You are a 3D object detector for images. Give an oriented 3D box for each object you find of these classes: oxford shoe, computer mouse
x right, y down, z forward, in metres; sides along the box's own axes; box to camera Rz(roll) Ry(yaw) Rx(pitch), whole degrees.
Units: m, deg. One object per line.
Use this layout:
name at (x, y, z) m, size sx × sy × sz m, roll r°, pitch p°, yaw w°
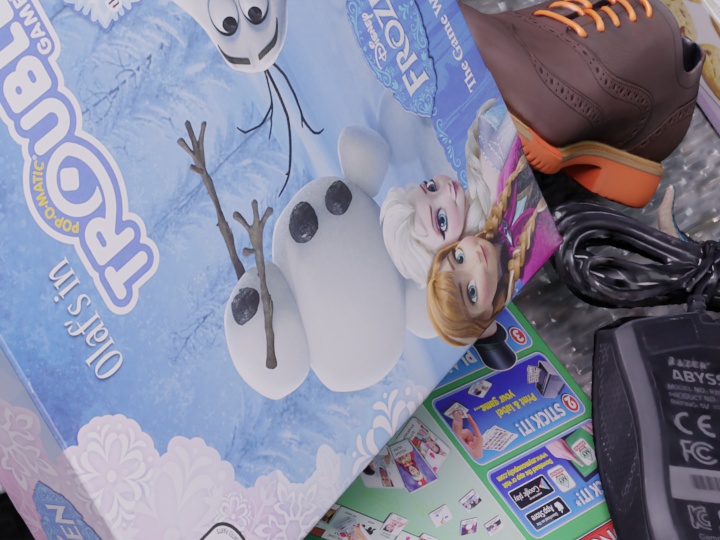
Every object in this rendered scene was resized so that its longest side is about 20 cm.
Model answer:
oxford shoe at (0.067, -0.076, 0.780) m, size 0.071 × 0.073 × 0.200 m, roll 37°, pitch 11°, yaw 24°
computer mouse at (0.129, 0.065, 0.761) m, size 0.138 × 0.053 × 0.200 m, roll 11°, pitch 42°, yaw -11°

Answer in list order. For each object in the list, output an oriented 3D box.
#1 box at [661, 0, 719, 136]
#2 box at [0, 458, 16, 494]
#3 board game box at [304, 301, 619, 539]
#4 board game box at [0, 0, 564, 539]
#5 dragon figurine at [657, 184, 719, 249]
box at (0.115, -0.146, 0.900) m, size 0.039 × 0.041 × 0.200 m, roll -39°, pitch 97°, yaw -34°
box at (-0.178, -0.019, 0.636) m, size 0.097 × 0.124 × 0.201 m, roll -3°, pitch 77°, yaw -31°
board game box at (0.015, 0.072, 0.722) m, size 0.200 × 0.029 × 0.135 m, roll -19°, pitch 68°, yaw -51°
board game box at (-0.043, -0.033, 0.614) m, size 0.199 × 0.043 × 0.200 m, roll -46°, pitch 121°, yaw -35°
dragon figurine at (0.191, -0.008, 0.890) m, size 0.200 × 0.059 × 0.100 m, roll 29°, pitch 62°, yaw -21°
